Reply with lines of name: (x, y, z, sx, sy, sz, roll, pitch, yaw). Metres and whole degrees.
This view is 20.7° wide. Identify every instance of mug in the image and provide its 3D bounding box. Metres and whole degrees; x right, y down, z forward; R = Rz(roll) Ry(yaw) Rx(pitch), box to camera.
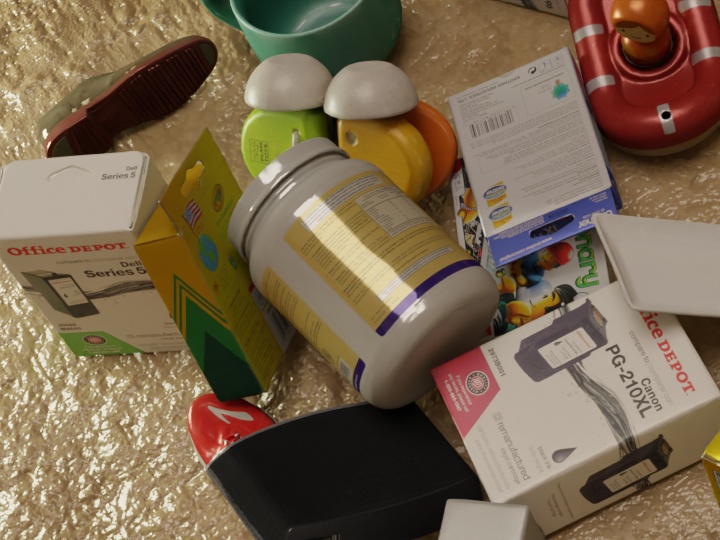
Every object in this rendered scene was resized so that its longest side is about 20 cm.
mug: (-0.046, -0.256, 1.899, 0.152, 0.115, 0.185, -41, 52, -8)

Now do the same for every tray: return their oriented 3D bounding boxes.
tray: (0.285, 0.005, 1.591, 0.199, 0.022, 0.108, 5, 43, -22)

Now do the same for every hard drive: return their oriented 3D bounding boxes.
hard drive: (-0.009, 0.165, 1.579, 0.199, 0.042, 0.135, -12, 44, -33)

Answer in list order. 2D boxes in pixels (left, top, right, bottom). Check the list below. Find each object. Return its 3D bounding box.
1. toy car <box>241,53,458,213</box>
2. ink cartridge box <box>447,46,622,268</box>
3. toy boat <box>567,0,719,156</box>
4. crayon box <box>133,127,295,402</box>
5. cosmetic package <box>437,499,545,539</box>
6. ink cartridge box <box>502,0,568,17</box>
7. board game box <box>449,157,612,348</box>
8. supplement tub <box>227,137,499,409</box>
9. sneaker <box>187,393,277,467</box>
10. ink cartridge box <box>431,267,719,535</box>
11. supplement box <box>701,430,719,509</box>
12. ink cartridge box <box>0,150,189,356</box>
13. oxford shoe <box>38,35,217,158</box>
toy car: (-0.006, -0.112, 1.775, 0.199, 0.176, 0.150, 8, 25, 30)
ink cartridge box: (0.153, -0.093, 1.710, 0.119, 0.042, 0.200, -22, 49, 13)
toy boat: (0.251, -0.204, 1.729, 0.130, 0.131, 0.201, -15, 67, 11)
crayon box: (-0.125, -0.005, 1.682, 0.051, 0.200, 0.127, -13, 28, 25)
cosmetic package: (0.088, 0.285, 1.489, 0.074, 0.102, 0.201, 2, 57, 20)
ink cartridge box: (0.170, -0.304, 1.847, 0.199, 0.116, 0.068, 19, 66, 30)
board game box: (0.150, -0.025, 1.717, 0.126, 0.035, 0.201, -14, 54, 11)
supplement tub: (0.000, 0.000, 1.626, 0.145, 0.145, 0.200, -42, 69, -10)
sneaker: (-0.086, 0.162, 1.648, 0.077, 0.085, 0.200, -38, 53, -8)
ink cartridge box: (0.179, 0.109, 1.583, 0.199, 0.084, 0.145, -26, 52, 1)
supplement box: (0.334, 0.163, 1.415, 0.109, 0.200, 0.110, 30, 72, 33)
ink cartridge box: (-0.222, -0.011, 1.744, 0.145, 0.200, 0.084, -4, 56, 19)
oxford shoe: (-0.236, -0.182, 1.951, 0.200, 0.071, 0.075, -31, 47, -3)
